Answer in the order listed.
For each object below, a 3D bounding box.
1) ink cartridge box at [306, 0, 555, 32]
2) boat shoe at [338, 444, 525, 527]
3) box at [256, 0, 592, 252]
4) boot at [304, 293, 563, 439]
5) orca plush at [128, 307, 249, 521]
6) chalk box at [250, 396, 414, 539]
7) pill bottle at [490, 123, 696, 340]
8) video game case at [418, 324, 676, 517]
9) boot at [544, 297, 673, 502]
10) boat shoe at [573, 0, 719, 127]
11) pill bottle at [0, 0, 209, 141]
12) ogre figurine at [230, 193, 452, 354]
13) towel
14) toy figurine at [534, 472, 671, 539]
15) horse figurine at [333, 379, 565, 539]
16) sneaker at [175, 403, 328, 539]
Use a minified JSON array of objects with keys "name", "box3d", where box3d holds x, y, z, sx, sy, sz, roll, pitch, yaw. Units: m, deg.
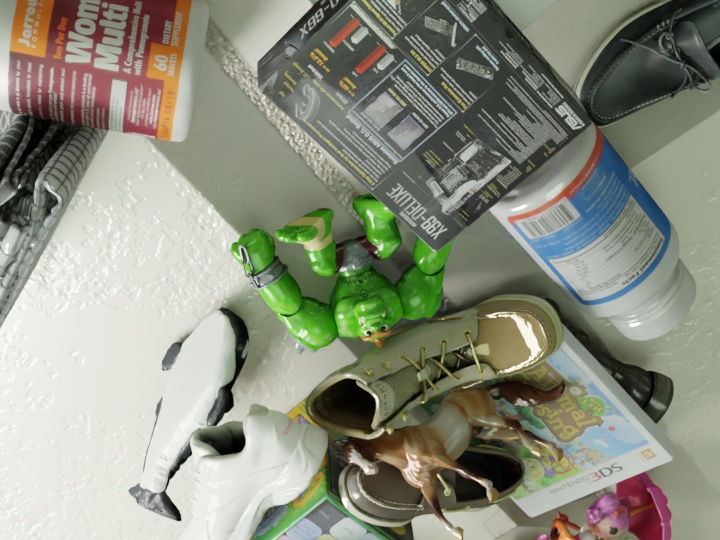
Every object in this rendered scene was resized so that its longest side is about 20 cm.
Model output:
[{"name":"ink cartridge box","box3d":[0.069,-0.240,0.779,0.200,0.084,0.145,-40,119,18]},{"name":"boat shoe","box3d":[0.069,0.192,0.973,0.198,0.073,0.059,8,149,-39]},{"name":"box","box3d":[0.048,-0.129,0.770,0.157,0.050,0.200,-40,119,19]},{"name":"boot","box3d":[0.062,0.084,0.907,0.199,0.154,0.073,-15,97,40]},{"name":"orca plush","box3d":[-0.141,0.135,0.990,0.071,0.105,0.203,16,87,-45]},{"name":"chalk box","box3d":[-0.034,0.237,1.004,0.124,0.201,0.124,-39,117,20]},{"name":"pill bottle","box3d":[0.203,-0.032,0.909,0.112,0.113,0.200,-36,120,17]},{"name":"video game case","box3d":[0.167,0.140,1.009,0.200,0.022,0.181,45,130,-13]},{"name":"boot","box3d":[0.190,0.128,1.046,0.173,0.070,0.201,26,121,-10]},{"name":"boat shoe","box3d":[0.260,-0.180,0.850,0.199,0.063,0.075,-33,122,16]},{"name":"pill bottle","box3d":[-0.217,-0.166,0.784,0.197,0.110,0.111,9,122,-11]},{"name":"ogre figurine","box3d":[0.000,0.000,0.924,0.198,0.098,0.121,-23,111,-24]},{"name":"towel","box3d":[-0.289,-0.033,0.831,0.085,0.166,0.201,29,116,-15]},{"name":"toy figurine","box3d":[0.236,0.282,1.100,0.185,0.150,0.199,-50,138,10]},{"name":"horse figurine","box3d":[0.092,0.149,0.930,0.199,0.132,0.050,-32,136,-30]},{"name":"sneaker","box3d":[-0.118,0.183,0.937,0.099,0.078,0.200,37,116,-12]}]
